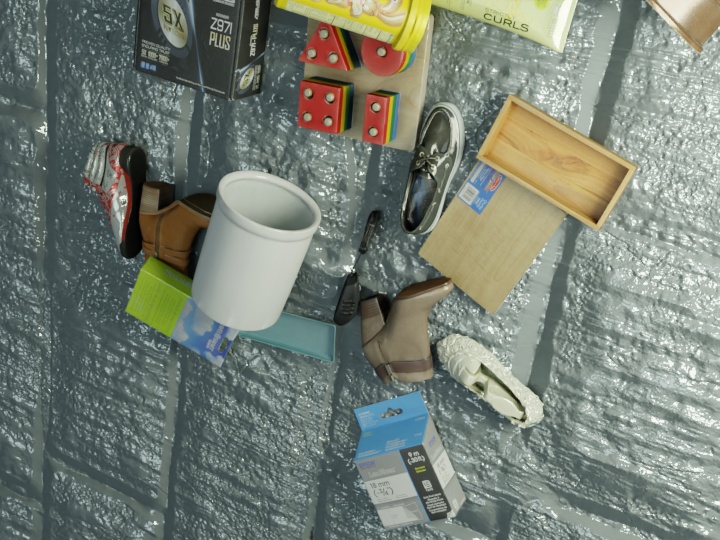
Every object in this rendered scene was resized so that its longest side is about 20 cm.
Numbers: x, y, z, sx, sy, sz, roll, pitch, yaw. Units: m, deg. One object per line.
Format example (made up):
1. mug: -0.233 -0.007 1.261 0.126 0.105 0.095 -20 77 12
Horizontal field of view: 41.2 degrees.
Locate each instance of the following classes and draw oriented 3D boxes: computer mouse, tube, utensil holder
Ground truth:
1. computer mouse: 0.000 0.000 1.525 0.034 0.059 0.202 18 113 -3
2. tube: 0.190 -0.361 1.294 0.198 0.052 0.058 22 157 15
3. utensil holder: -0.172 -0.030 1.539 0.169 0.170 0.202 32 123 15

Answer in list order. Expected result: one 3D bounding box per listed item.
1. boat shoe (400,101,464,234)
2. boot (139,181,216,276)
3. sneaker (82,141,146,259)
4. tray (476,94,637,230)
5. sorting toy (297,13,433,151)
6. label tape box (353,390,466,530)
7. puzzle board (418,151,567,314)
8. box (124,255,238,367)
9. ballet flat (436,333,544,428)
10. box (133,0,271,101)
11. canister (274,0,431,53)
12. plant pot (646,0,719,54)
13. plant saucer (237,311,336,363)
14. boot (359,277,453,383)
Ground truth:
1. boat shoe: 0.103 -0.145 1.405 0.068 0.056 0.203 19 110 22
2. boot: -0.307 -0.057 1.651 0.198 0.076 0.157 16 113 25
3. sneaker: -0.437 -0.129 1.706 0.107 0.067 0.204 13 110 25
4. tray: 0.270 -0.150 1.323 0.199 0.037 0.099 33 110 14
5. sorting toy: -0.005 -0.288 1.411 0.198 0.069 0.202 16 114 23
6. label tape box: 0.069 0.318 1.587 0.143 0.063 0.202 -21 97 32
7. puzzle board: 0.193 -0.055 1.418 0.150 0.017 0.201 40 121 12
8. box: -0.307 0.073 1.684 0.198 0.048 0.122 30 130 -2
9. ballet flat: 0.194 0.169 1.467 0.199 0.072 0.072 36 121 14
10. box: -0.250 -0.376 1.504 0.198 0.086 0.166 21 115 21
11. canister: -0.006 -0.391 1.285 0.197 0.151 0.087 14 159 -12
12. plant pot: 0.397 -0.392 1.093 0.201 0.200 0.198 48 115 5
13. plant saucer: -0.127 0.101 1.645 0.198 0.019 0.071 13 113 23
14. boot: 0.083 0.100 1.500 0.198 0.070 0.148 -15 98 41
